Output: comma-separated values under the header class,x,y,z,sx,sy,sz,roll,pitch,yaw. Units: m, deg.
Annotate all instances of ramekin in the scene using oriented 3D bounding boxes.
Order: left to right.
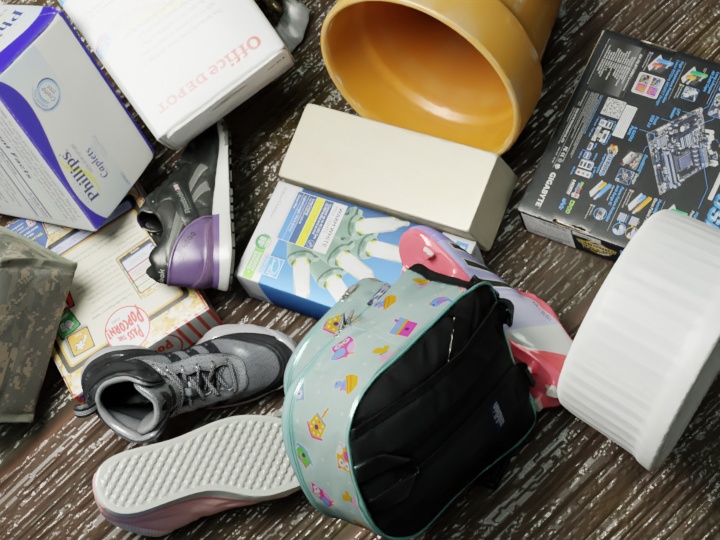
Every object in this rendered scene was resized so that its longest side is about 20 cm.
class,x,y,z,sx,sy,sz,roll,pitch,yaw
ramekin,0.238,0.049,1.185,0.098,0.200,0.201,29,78,17

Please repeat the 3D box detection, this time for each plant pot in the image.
class,x,y,z,sx,sy,sz,roll,pitch,yaw
plant pot,0.094,-0.231,1.366,0.200,0.200,0.183,21,60,22

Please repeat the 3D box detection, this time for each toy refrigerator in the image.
class,x,y,z,sx,sy,sz,roll,pitch,yaw
toy refrigerator,0.034,-0.085,1.366,0.200,0.070,0.076,17,82,26

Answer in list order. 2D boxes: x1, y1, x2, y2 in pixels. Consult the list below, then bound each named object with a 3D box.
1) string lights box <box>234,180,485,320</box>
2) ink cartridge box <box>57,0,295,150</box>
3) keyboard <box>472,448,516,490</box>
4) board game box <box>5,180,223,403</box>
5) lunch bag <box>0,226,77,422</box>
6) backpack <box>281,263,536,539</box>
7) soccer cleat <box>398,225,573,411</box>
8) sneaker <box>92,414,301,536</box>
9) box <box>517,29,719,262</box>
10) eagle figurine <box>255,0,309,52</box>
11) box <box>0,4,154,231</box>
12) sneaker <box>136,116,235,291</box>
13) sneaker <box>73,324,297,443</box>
class,x,y,z,sx,sy,sz,roll,pitch,yaw
string lights box,0.000,0.000,1.356,0.200,0.059,0.103,18,72,20
ink cartridge box,-0.175,-0.232,1.378,0.144,0.085,0.200,-36,84,2
keyboard,0.034,0.146,1.308,0.200,0.040,0.104,18,50,22
board game box,-0.244,0.009,1.426,0.151,0.046,0.200,-33,63,0
lunch bag,-0.379,0.034,1.388,0.200,0.118,0.164,23,100,33
backpack,0.026,0.109,1.199,0.153,0.176,0.200,10,43,36
soccer cleat,0.115,0.032,1.274,0.200,0.067,0.076,45,50,0
sneaker,-0.138,0.181,1.314,0.200,0.105,0.075,-9,71,-17
box,0.269,-0.097,1.329,0.198,0.050,0.200,21,74,21
eagle figurine,-0.122,-0.323,1.507,0.152,0.151,0.200,12,29,-21
box,-0.324,-0.146,1.402,0.200,0.184,0.105,11,54,40
sneaker,-0.164,-0.072,1.396,0.087,0.076,0.200,1,52,-9
sneaker,-0.151,0.103,1.309,0.200,0.114,0.076,-8,105,1
